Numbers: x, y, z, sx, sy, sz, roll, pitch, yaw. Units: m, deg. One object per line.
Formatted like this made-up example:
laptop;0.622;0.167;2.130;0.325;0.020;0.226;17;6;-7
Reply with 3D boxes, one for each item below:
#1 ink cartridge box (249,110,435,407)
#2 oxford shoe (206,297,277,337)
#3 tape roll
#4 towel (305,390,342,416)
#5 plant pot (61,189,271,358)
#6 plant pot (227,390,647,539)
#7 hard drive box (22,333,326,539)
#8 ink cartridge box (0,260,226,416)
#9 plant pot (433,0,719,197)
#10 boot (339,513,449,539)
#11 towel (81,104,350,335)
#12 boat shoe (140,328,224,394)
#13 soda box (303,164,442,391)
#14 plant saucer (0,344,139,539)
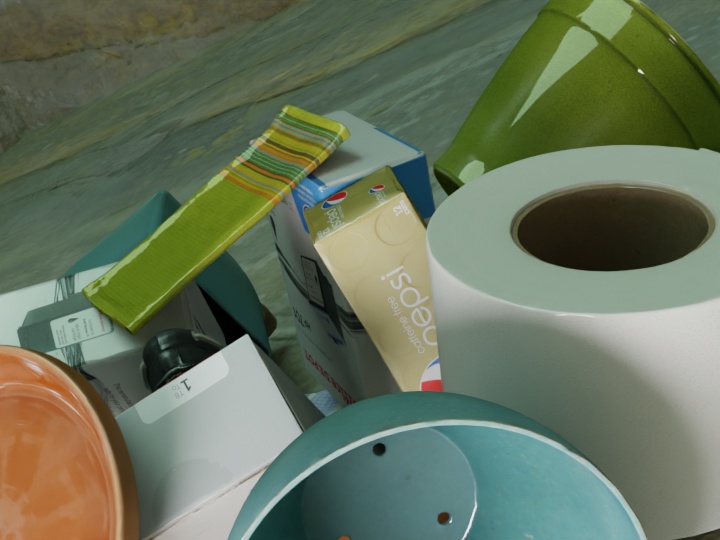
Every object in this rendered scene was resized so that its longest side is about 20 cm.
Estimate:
ink cartridge box;0.000;0.000;0.956;0.086;0.201;0.146;-19;24;-18
oxford shoe;-0.158;0.102;1.219;0.200;0.075;0.071;-39;55;13
tape roll;0.141;0.033;0.716;0.202;0.140;0.203;-6;27;3
towel;-0.070;0.140;1.033;0.200;0.024;0.147;-13;26;42
plant pot;-0.175;0.024;1.115;0.141;0.141;0.200;-39;22;11
plant pot;0.024;0.140;0.627;0.200;0.201;0.135;-31;18;0
hard drive box;-0.089;0.139;0.812;0.156;0.077;0.200;-32;-24;-1
ink cartridge box;-0.201;0.074;0.947;0.199;0.147;0.083;-15;58;1
plant pot;0.169;-0.102;1.061;0.193;0.200;0.200;-44;20;-1
boot;0.015;0.179;0.735;0.199;0.077;0.155;-24;23;6
towel;-0.097;-0.039;0.876;0.200;0.018;0.086;-44;30;-15
boat shoe;-0.095;0.094;0.889;0.075;0.060;0.200;-28;-24;-7
soda box;0.041;0.035;0.854;0.068;0.200;0.064;-29;23;3
plant saucer;-0.201;0.142;0.719;0.200;0.201;0.032;-22;-19;24
